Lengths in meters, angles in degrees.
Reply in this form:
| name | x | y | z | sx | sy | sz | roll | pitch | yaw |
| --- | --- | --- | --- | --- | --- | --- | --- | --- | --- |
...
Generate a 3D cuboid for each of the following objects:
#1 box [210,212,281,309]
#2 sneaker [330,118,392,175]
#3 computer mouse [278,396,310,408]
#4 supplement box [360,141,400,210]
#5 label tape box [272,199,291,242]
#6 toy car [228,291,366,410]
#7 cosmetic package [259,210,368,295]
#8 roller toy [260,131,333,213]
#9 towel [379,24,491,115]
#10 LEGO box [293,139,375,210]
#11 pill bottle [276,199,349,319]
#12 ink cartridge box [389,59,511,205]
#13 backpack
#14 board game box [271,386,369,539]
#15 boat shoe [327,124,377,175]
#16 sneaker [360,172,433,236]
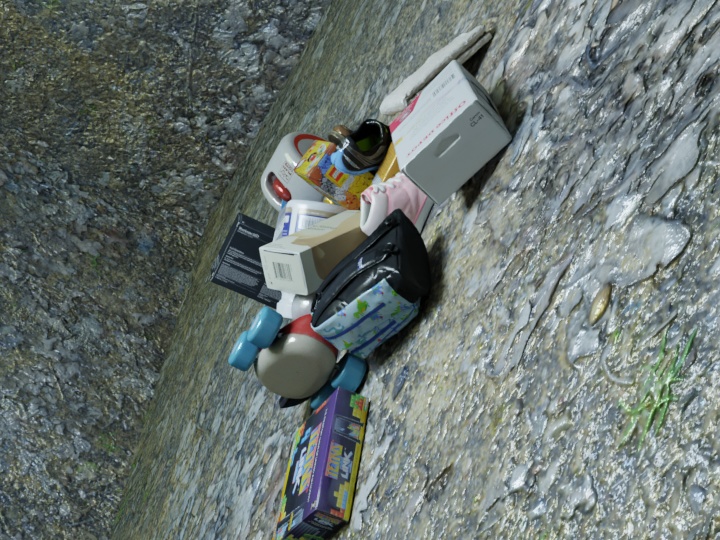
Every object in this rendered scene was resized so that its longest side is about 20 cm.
| name | x | y | z | sx | sy | sz | roll | pitch | yaw |
| --- | --- | --- | --- | --- | --- | --- | --- | --- | --- |
| box | -0.191 | -0.011 | 2.152 | 0.142 | 0.199 | 0.079 | -61 | 16 | 17 |
| sneaker | 0.037 | -0.219 | 1.781 | 0.199 | 0.071 | 0.083 | -23 | -26 | -41 |
| computer mouse | -0.065 | 0.154 | 1.777 | 0.201 | 0.046 | 0.140 | -59 | 8 | -18 |
| supplement box | 0.073 | -0.173 | 1.738 | 0.201 | 0.066 | 0.069 | -64 | 15 | 12 |
| label tape box | -0.087 | -0.067 | 1.983 | 0.063 | 0.143 | 0.201 | -54 | 19 | 37 |
| toy car | -0.079 | 0.090 | 1.666 | 0.177 | 0.184 | 0.201 | -47 | 17 | 53 |
| cosmetic package | -0.052 | -0.032 | 1.666 | 0.105 | 0.199 | 0.072 | 7 | 115 | 44 |
| roller toy | -0.101 | -0.191 | 2.142 | 0.140 | 0.182 | 0.201 | -56 | 17 | 30 |
| towel | 0.122 | -0.331 | 1.724 | 0.200 | 0.035 | 0.132 | -42 | 11 | -9 |
| LEGO box | -0.032 | -0.161 | 1.895 | 0.077 | 0.149 | 0.200 | -52 | 14 | 0 |
| pill bottle | -0.085 | -0.014 | 1.788 | 0.116 | 0.115 | 0.202 | -176 | 95 | -74 |
| ink cartridge box | 0.125 | -0.202 | 1.503 | 0.148 | 0.086 | 0.200 | -43 | 23 | 17 |
| backpack | 0.012 | 0.034 | 1.519 | 0.199 | 0.154 | 0.164 | -30 | 33 | 20 |
| board game box | -0.059 | 0.295 | 1.515 | 0.165 | 0.056 | 0.201 | -52 | 21 | 47 |
| boat shoe | 0.004 | -0.227 | 1.878 | 0.068 | 0.072 | 0.200 | -54 | -24 | 0 |
| sneaker | 0.064 | -0.132 | 1.637 | 0.201 | 0.104 | 0.075 | -67 | 13 | -6 |
